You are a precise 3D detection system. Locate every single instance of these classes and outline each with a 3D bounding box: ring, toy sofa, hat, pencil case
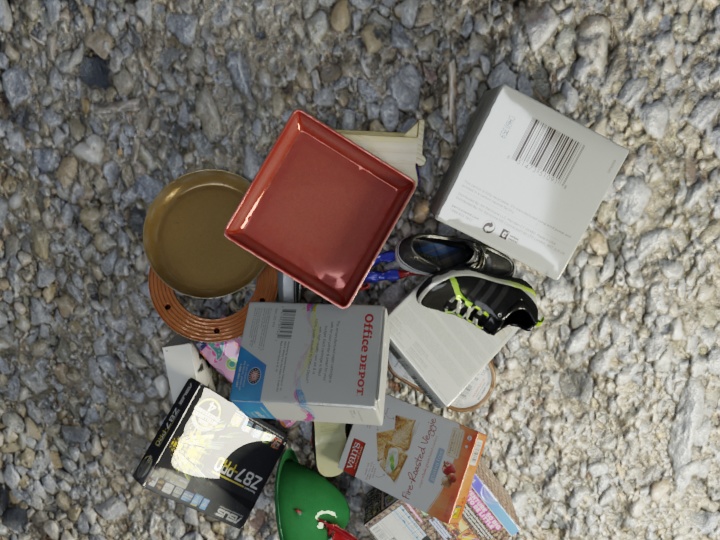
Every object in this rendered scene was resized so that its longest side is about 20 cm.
[{"bbox_3d":[-0.224,0.012,0.938,0.196,0.019,0.205,2,72,-7],"label":"ring"},{"bbox_3d":[-0.002,-0.175,0.897,0.195,0.083,0.100,3,98,2],"label":"toy sofa"},{"bbox_3d":[-0.027,0.374,0.962,0.172,0.167,0.203,-7,118,8],"label":"hat"},{"bbox_3d":[-0.163,0.157,0.970,0.200,0.088,0.087,44,100,-6],"label":"pencil case"}]

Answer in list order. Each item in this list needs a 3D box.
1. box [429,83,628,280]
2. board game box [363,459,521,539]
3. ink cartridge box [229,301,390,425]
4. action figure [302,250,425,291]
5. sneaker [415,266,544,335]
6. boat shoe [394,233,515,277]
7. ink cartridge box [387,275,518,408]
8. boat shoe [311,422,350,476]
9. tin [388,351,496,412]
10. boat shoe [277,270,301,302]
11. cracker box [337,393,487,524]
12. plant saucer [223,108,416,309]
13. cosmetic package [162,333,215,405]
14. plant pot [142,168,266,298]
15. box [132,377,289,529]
[{"bbox_3d":[0.229,-0.127,0.871,0.196,0.131,0.203,26,102,-2],"label":"box"},{"bbox_3d":[0.129,0.392,0.995,0.199,0.097,0.160,-38,97,9],"label":"board game box"},{"bbox_3d":[-0.061,0.126,0.832,0.196,0.085,0.147,1,60,11],"label":"ink cartridge box"},{"bbox_3d":[0.000,0.000,0.948,0.196,0.052,0.067,-12,85,8],"label":"action figure"},{"bbox_3d":[0.179,0.050,0.882,0.196,0.084,0.072,3,140,-15],"label":"sneaker"},{"bbox_3d":[0.150,-0.019,0.906,0.196,0.066,0.071,14,74,-13],"label":"boat shoe"},{"bbox_3d":[0.138,0.083,0.940,0.200,0.047,0.161,-41,91,-21],"label":"ink cartridge box"},{"bbox_3d":[-0.046,0.227,0.985,0.072,0.063,0.206,2,106,-12],"label":"boat shoe"},{"bbox_3d":[0.127,0.148,0.979,0.198,0.042,0.113,30,97,-3],"label":"tin"},{"bbox_3d":[-0.087,-0.037,0.918,0.067,0.074,0.204,5,78,-14],"label":"boat shoe"},{"bbox_3d":[0.077,0.277,0.930,0.197,0.058,0.136,15,79,31],"label":"cracker box"},{"bbox_3d":[-0.054,-0.083,0.836,0.197,0.037,0.202,31,87,-1],"label":"plant saucer"},{"bbox_3d":[-0.266,0.205,0.987,0.050,0.083,0.204,-7,101,5],"label":"cosmetic package"},{"bbox_3d":[-0.228,-0.055,0.927,0.196,0.028,0.204,1,77,-5],"label":"plant pot"},{"bbox_3d":[-0.224,0.285,0.941,0.200,0.049,0.163,43,69,-35],"label":"box"}]
